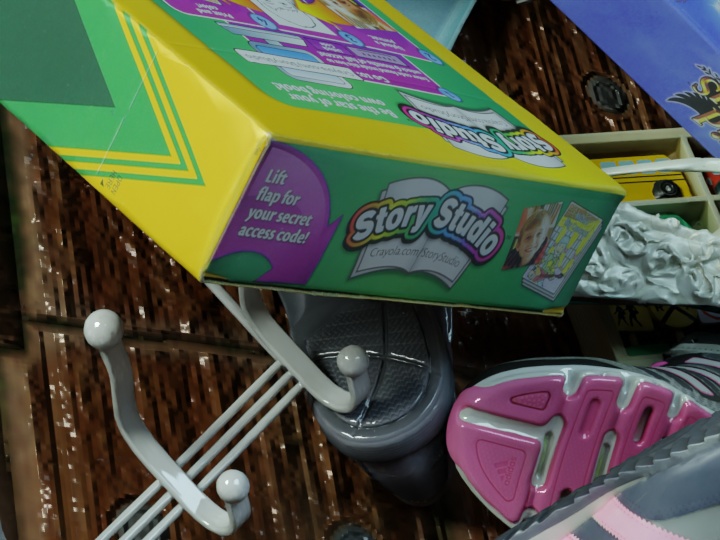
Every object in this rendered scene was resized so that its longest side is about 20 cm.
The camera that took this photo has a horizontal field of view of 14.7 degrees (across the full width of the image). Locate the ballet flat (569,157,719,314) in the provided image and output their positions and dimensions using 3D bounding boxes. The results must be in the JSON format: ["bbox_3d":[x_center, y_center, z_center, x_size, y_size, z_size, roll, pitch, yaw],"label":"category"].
[{"bbox_3d":[0.148,-0.008,1.058,0.198,0.072,0.072,8,48,-7],"label":"ballet flat"}]

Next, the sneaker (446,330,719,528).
[{"bbox_3d":[0.113,0.063,1.028,0.198,0.074,0.087,6,17,-24],"label":"sneaker"}]

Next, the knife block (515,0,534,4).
[{"bbox_3d":[0.093,-0.207,1.195,0.199,0.064,0.177,-10,88,-51],"label":"knife block"}]

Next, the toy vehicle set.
[{"bbox_3d":[0.175,-0.007,1.140,0.198,0.027,0.125,-4,50,-18],"label":"toy vehicle set"}]

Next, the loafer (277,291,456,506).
[{"bbox_3d":[0.000,0.000,1.055,0.071,0.063,0.201,-16,50,8],"label":"loafer"}]

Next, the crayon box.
[{"bbox_3d":[-0.032,-0.057,0.946,0.172,0.059,0.199,42,21,33],"label":"crayon box"}]

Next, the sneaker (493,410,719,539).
[{"bbox_3d":[0.100,0.103,0.925,0.082,0.199,0.070,58,28,5],"label":"sneaker"}]

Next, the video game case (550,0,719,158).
[{"bbox_3d":[0.176,-0.118,1.138,0.200,0.045,0.182,42,48,-10],"label":"video game case"}]

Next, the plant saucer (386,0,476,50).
[{"bbox_3d":[-0.042,-0.154,1.183,0.199,0.019,0.070,31,44,-2],"label":"plant saucer"}]

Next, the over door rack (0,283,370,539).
[{"bbox_3d":[-0.111,0.014,0.938,0.200,0.067,0.148,42,59,8],"label":"over door rack"}]
